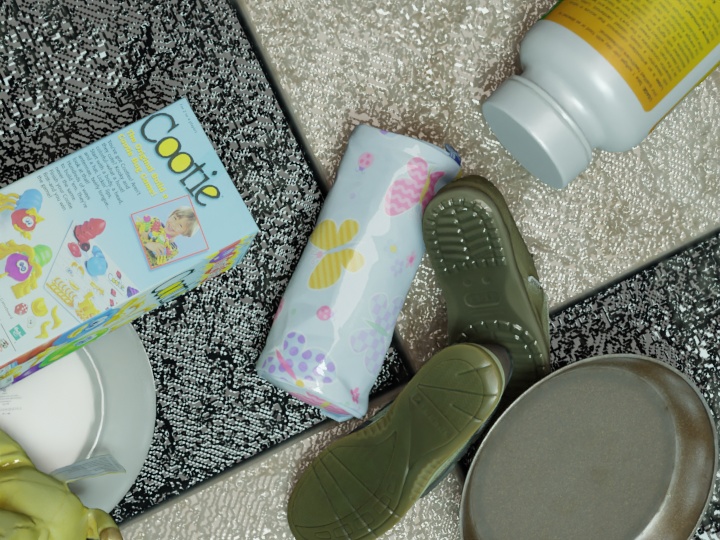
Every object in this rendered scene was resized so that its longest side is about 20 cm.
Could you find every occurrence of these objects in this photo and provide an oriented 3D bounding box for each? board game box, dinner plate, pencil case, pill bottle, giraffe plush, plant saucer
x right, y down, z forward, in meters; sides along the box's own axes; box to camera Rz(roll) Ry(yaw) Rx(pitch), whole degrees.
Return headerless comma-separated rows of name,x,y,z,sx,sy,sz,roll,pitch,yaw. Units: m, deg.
board game box,-0.182,-0.013,1.132,0.199,0.103,0.105,-28,84,-15
dinner plate,-0.240,0.093,1.173,0.199,0.024,0.201,1,85,-7
pencil case,0.000,0.000,1.178,0.083,0.091,0.201,19,81,30
pill bottle,0.182,-0.154,1.195,0.200,0.111,0.111,-44,92,-8
giraffe plush,-0.260,0.195,1.104,0.199,0.173,0.163,8,116,-39
plant saucer,0.152,0.145,1.175,0.199,0.032,0.201,-8,112,-20

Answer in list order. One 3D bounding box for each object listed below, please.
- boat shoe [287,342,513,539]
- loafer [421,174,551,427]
boat shoe,0.032,0.122,1.159,0.201,0.066,0.072,-47,71,25
loafer,0.094,0.020,1.169,0.076,0.068,0.201,1,124,20
